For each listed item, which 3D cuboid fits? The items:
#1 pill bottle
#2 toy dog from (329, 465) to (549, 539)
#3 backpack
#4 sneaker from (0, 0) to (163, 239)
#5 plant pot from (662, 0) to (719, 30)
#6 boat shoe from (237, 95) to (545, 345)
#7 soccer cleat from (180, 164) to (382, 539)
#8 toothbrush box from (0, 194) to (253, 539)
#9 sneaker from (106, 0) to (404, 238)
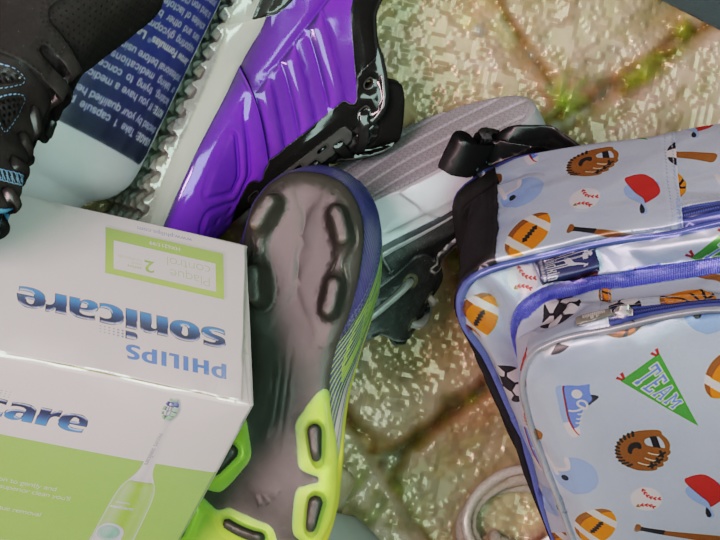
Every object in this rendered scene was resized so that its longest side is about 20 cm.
[{"bbox_3d":[-0.123,-0.098,1.147,0.115,0.116,0.201,26,86,-17],"label":"pill bottle"},{"bbox_3d":[0.013,0.144,1.220,0.199,0.096,0.132,9,92,-18],"label":"toy dog"},{"bbox_3d":[0.145,0.028,1.159,0.190,0.154,0.200,-18,128,7],"label":"backpack"},{"bbox_3d":[-0.138,-0.048,1.027,0.200,0.073,0.082,-38,74,-24],"label":"sneaker"},{"bbox_3d":[0.235,-0.187,1.206,0.195,0.200,0.197,25,87,-17],"label":"plant pot"},{"bbox_3d":[0.000,0.000,1.225,0.200,0.072,0.071,-33,111,-1],"label":"boat shoe"},{"bbox_3d":[-0.029,0.057,1.149,0.064,0.084,0.201,13,93,12],"label":"soccer cleat"},{"bbox_3d":[-0.142,0.068,1.114,0.145,0.200,0.086,12,46,-17],"label":"toothbrush box"},{"bbox_3d":[-0.033,-0.062,1.201,0.099,0.070,0.201,25,88,-17],"label":"sneaker"}]
